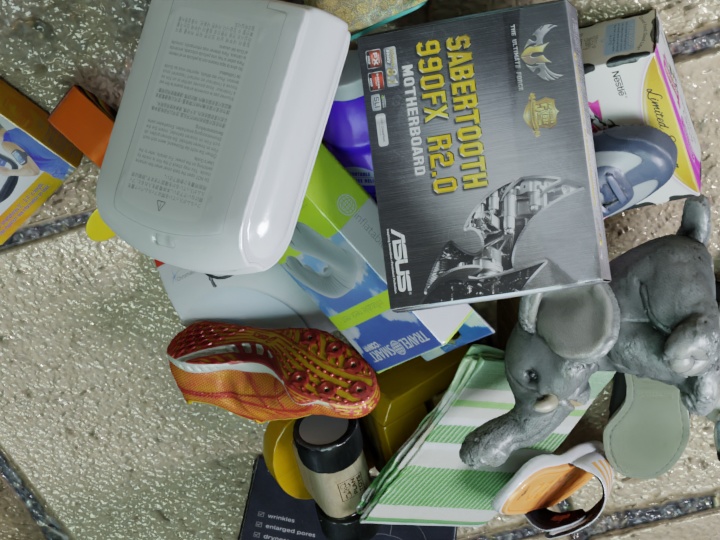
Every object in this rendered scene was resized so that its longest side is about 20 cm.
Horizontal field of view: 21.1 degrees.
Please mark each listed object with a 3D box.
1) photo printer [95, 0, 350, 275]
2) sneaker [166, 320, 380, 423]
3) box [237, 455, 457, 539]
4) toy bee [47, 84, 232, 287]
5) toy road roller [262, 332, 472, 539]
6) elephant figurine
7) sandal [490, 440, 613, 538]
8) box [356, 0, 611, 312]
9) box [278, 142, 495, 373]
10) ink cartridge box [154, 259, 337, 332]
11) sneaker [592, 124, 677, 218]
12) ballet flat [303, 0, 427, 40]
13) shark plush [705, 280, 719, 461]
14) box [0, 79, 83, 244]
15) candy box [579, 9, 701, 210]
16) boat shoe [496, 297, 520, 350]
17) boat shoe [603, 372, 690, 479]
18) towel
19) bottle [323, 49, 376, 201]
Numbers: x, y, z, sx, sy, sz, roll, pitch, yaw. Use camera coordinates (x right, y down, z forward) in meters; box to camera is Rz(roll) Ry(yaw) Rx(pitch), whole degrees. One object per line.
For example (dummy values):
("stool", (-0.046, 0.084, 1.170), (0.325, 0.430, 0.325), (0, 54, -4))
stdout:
("photo printer", (-0.104, -0.100, 1.395), (0.165, 0.202, 0.069), (15, 178, 37))
("sneaker", (-0.066, 0.090, 1.588), (0.198, 0.073, 0.078), (11, 137, 32))
("box", (-0.021, 0.293, 1.742), (0.198, 0.198, 0.125), (11, 133, 0))
("toy bee", (-0.158, -0.059, 1.518), (0.130, 0.201, 0.109), (-29, 166, 12))
("toy road roller", (0.008, 0.122, 1.662), (0.199, 0.146, 0.124), (-28, 130, -15))
("elephant figurine", (0.170, 0.049, 1.461), (0.198, 0.156, 0.142), (-3, 133, 8))
("sandal", (0.170, 0.195, 1.631), (0.059, 0.206, 0.079), (47, 109, 18))
("box", (0.088, -0.079, 1.378), (0.157, 0.048, 0.202), (-7, 86, 16))
("box", (0.000, 0.000, 1.490), (0.200, 0.048, 0.122), (48, 153, -8))
("ink cartridge box", (-0.100, -0.015, 1.590), (0.159, 0.048, 0.200), (-26, 123, 28))
("sneaker", (0.144, -0.038, 1.420), (0.199, 0.082, 0.070), (-25, 124, 28))
("ballet flat", (0.046, -0.219, 1.378), (0.198, 0.071, 0.071), (-17, 126, 24))
("shark plush", (0.315, 0.060, 1.594), (0.082, 0.091, 0.202), (-12, 109, -5))
("box", (-0.333, -0.117, 1.549), (0.199, 0.042, 0.119), (35, 128, -22))
("candy box", (0.146, -0.105, 1.458), (0.198, 0.061, 0.137), (-12, 127, 19))
("boat shoe", (0.154, 0.062, 1.603), (0.068, 0.074, 0.201), (-12, 135, -12))
("boat shoe", (0.244, 0.096, 1.614), (0.071, 0.061, 0.202), (6, 138, 5))
("towel", (0.100, 0.140, 1.585), (0.151, 0.023, 0.201), (8, 129, -35))
("bottle", (0.014, -0.076, 1.501), (0.083, 0.066, 0.201), (4, 133, 25))
